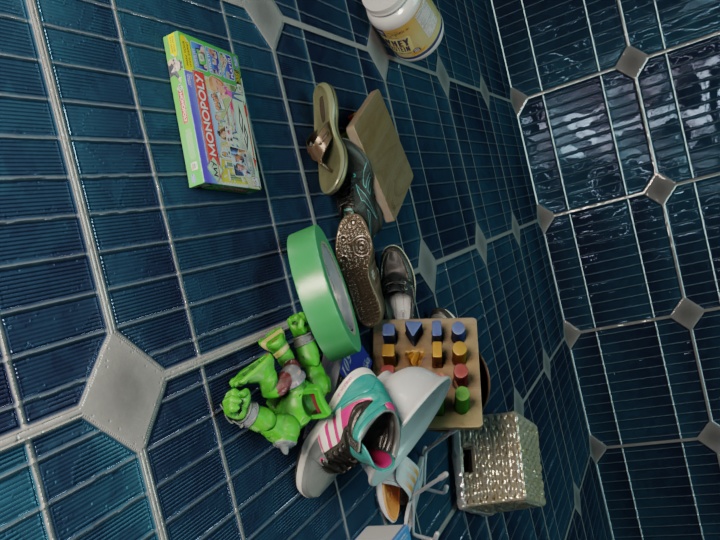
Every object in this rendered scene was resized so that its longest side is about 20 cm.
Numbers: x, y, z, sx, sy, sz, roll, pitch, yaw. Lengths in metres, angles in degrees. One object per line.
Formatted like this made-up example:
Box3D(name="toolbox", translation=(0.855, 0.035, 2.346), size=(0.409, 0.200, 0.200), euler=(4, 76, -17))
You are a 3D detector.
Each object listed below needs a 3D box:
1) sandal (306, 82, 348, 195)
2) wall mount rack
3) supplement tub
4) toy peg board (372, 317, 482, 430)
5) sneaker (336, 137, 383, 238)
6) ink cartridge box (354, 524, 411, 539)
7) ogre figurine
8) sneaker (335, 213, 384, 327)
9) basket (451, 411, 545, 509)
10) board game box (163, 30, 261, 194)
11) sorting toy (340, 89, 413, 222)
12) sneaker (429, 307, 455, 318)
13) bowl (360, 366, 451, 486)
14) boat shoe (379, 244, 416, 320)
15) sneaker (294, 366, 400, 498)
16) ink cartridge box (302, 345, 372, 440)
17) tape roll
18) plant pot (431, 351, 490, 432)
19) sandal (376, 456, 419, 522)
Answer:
Box3D(name="sandal", translation=(-0.069, -0.229, 1.203), size=(0.056, 0.079, 0.207), euler=(0, 75, -36))
Box3D(name="wall mount rack", translation=(0.132, 0.389, 1.270), size=(0.201, 0.072, 0.178), euler=(-62, 156, -57))
Box3D(name="supplement tub", translation=(0.099, -0.603, 1.610), size=(0.199, 0.141, 0.149), euler=(31, 52, -55))
Box3D(name="toy peg board", translation=(0.115, 0.168, 1.214), size=(0.098, 0.193, 0.205), euler=(76, 14, -63))
Box3D(name="sneaker", translation=(-0.011, -0.143, 1.260), size=(0.080, 0.074, 0.204), euler=(-55, 129, -50))
Box3D(name="ink cartridge box", translation=(0.036, 0.520, 1.054), size=(0.144, 0.082, 0.206), euler=(-16, 93, -64))
Box3D(name="ogre figurine", translation=(-0.101, 0.157, 0.926), size=(0.122, 0.096, 0.201), euler=(58, 17, -14))
Box3D(name="sneaker", translation=(0.000, 0.000, 1.253), size=(0.076, 0.068, 0.207), euler=(-22, 103, -82))
Box3D(name="basket", translation=(0.313, 0.437, 1.552), size=(0.199, 0.157, 0.204), euler=(38, 45, -55))
Box3D(name="board game box", translation=(-0.203, -0.213, 0.958), size=(0.134, 0.028, 0.206), euler=(-4, 83, -65))
Box3D(name="sorting toy", translation=(0.022, -0.224, 1.368), size=(0.202, 0.068, 0.202), euler=(64, 28, -25))
Box3D(name="sneaker", translation=(0.192, 0.184, 1.535), size=(0.079, 0.072, 0.207), euler=(-8, 86, -58))
Box3D(name="bowl", translation=(0.048, 0.221, 1.063), size=(0.090, 0.204, 0.200), euler=(36, 18, 19))
Box3D(name="boat shoe", translation=(0.071, 0.051, 1.339), size=(0.066, 0.072, 0.206), euler=(14, 74, -81))
Box3D(name="sneaker", translation=(-0.010, 0.250, 0.946), size=(0.082, 0.120, 0.204), euler=(24, 97, -37))
Box3D(name="ink cartridge box", translation=(-0.033, 0.202, 1.099), size=(0.095, 0.043, 0.203), euler=(58, 32, -38))
Box3D(name="tape roll", translation=(-0.054, 0.034, 1.050), size=(0.200, 0.047, 0.206), euler=(-21, 91, -84))
Box3D(name="plant pot", translation=(0.174, 0.203, 1.394), size=(0.200, 0.182, 0.193), euler=(-22, 99, -77))
Box3D(name="sandal", translation=(0.075, 0.341, 1.237), size=(0.080, 0.058, 0.211), euler=(52, 36, -41))
